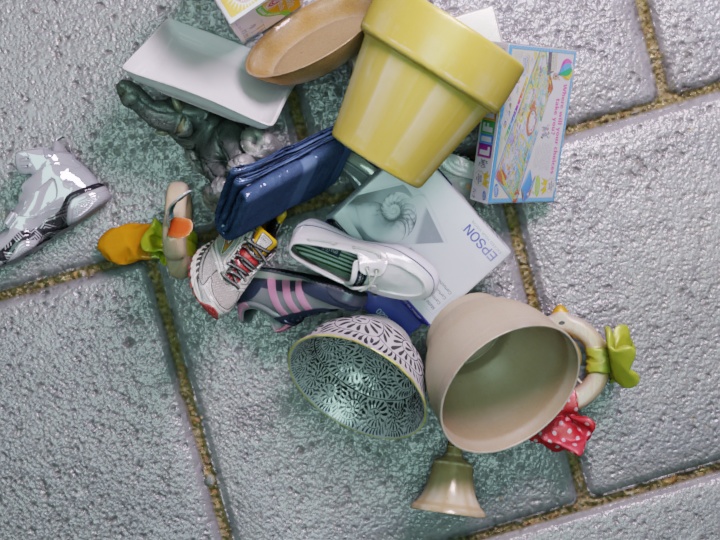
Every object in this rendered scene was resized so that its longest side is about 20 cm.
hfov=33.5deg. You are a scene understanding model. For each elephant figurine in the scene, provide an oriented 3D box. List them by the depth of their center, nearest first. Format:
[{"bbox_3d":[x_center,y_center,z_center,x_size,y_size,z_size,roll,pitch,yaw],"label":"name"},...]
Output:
[{"bbox_3d":[-0.194,-0.183,1.551,0.141,0.155,0.200,-41,72,-11],"label":"elephant figurine"}]

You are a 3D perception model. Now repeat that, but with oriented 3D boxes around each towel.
[{"bbox_3d":[-0.097,-0.114,1.508,0.199,0.112,0.049,-32,72,-38],"label":"towel"}]

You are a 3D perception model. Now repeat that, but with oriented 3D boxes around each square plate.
[{"bbox_3d":[-0.186,-0.249,1.535,0.197,0.199,0.029,21,121,-2],"label":"square plate"}]

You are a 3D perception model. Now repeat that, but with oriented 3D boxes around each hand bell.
[{"bbox_3d":[0.128,0.226,1.617,0.102,0.104,0.203,7,81,-1],"label":"hand bell"}]

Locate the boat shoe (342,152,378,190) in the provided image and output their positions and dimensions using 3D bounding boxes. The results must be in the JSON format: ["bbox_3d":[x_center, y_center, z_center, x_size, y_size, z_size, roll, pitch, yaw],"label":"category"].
[{"bbox_3d":[0.030,-0.080,1.595,0.200,0.070,0.072,43,89,-5],"label":"boat shoe"}]

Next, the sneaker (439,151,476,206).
[{"bbox_3d":[0.073,-0.136,1.593,0.197,0.074,0.080,21,98,-2],"label":"sneaker"}]

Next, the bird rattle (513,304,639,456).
[{"bbox_3d":[0.280,0.141,1.616,0.163,0.113,0.201,43,105,9],"label":"bird rattle"}]

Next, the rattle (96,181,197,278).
[{"bbox_3d":[-0.275,-0.057,1.527,0.141,0.200,0.132,16,94,-2],"label":"rattle"}]

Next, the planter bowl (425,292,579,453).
[{"bbox_3d":[0.163,0.115,1.541,0.197,0.135,0.203,-14,128,-18],"label":"planter bowl"}]

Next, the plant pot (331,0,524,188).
[{"bbox_3d":[0.066,-0.211,1.432,0.199,0.201,0.191,30,98,-2],"label":"plant pot"}]

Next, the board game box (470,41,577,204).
[{"bbox_3d":[0.212,-0.190,1.555,0.133,0.034,0.203,-3,106,-40],"label":"board game box"}]

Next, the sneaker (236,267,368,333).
[{"bbox_3d":[-0.079,0.045,1.575,0.198,0.070,0.083,10,93,33],"label":"sneaker"}]

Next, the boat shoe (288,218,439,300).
[{"bbox_3d":[0.000,0.000,1.514,0.197,0.067,0.074,18,122,7],"label":"boat shoe"}]

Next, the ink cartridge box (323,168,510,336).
[{"bbox_3d":[0.059,-0.031,1.557,0.200,0.041,0.200,-42,100,10],"label":"ink cartridge box"}]

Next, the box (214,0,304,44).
[{"bbox_3d":[-0.143,-0.370,1.513,0.101,0.200,0.113,-33,93,1],"label":"box"}]

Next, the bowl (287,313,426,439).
[{"bbox_3d":[0.012,0.121,1.574,0.199,0.201,0.095,32,54,-2],"label":"bowl"}]

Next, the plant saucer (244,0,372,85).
[{"bbox_3d":[-0.054,-0.294,1.536,0.198,0.201,0.036,-30,120,1],"label":"plant saucer"}]

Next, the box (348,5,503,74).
[{"bbox_3d":[0.086,-0.279,1.574,0.197,0.095,0.079,-16,93,-1],"label":"box"}]

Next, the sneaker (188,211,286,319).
[{"bbox_3d":[-0.156,-0.025,1.535,0.081,0.202,0.078,-15,130,37],"label":"sneaker"}]

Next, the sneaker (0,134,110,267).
[{"bbox_3d":[-0.441,-0.090,1.590,0.198,0.075,0.116,-33,92,-4],"label":"sneaker"}]
